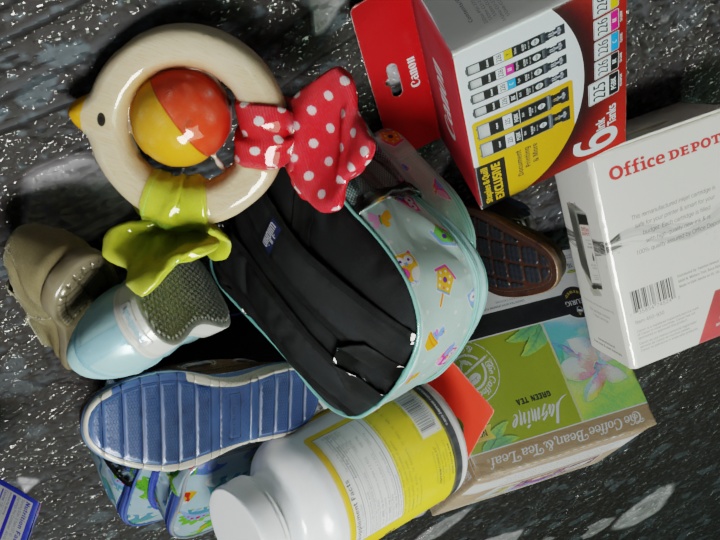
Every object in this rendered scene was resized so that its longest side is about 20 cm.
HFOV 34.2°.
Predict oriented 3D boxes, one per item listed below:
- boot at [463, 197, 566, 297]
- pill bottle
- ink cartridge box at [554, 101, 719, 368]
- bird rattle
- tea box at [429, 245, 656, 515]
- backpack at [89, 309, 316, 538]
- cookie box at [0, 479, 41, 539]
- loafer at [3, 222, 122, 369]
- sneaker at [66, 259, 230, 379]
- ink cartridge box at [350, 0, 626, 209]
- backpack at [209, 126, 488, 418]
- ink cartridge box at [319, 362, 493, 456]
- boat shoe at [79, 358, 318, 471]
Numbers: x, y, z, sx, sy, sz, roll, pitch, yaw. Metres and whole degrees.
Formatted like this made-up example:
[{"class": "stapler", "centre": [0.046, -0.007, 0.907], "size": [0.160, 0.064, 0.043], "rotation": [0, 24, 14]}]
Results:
[{"class": "boot", "centre": [0.125, -0.033, 0.979], "size": [0.096, 0.200, 0.075], "rotation": [-21, 112, -27]}, {"class": "pill bottle", "centre": [-0.018, 0.170, 0.942], "size": [0.199, 0.112, 0.112], "rotation": [-23, 152, -33]}, {"class": "ink cartridge box", "centre": [0.267, -0.035, 1.050], "size": [0.146, 0.083, 0.201], "rotation": [-19, 107, -13]}, {"class": "bird rattle", "centre": [-0.096, -0.081, 0.750], "size": [0.199, 0.113, 0.163], "rotation": [-32, 108, 23]}, {"class": "tea box", "centre": [0.141, 0.105, 1.135], "size": [0.199, 0.198, 0.134], "rotation": [-14, 160, -22]}, {"class": "backpack", "centre": [-0.141, 0.145, 1.028], "size": [0.182, 0.147, 0.200], "rotation": [-17, 153, -35]}, {"class": "cookie box", "centre": [-0.384, 0.203, 0.920], "size": [0.200, 0.075, 0.171], "rotation": [36, 118, -20]}, {"class": "loafer", "centre": [-0.217, 0.014, 0.867], "size": [0.076, 0.067, 0.200], "rotation": [-44, 171, -22]}, {"class": "sneaker", "centre": [-0.157, 0.033, 0.850], "size": [0.082, 0.074, 0.200], "rotation": [-27, 178, 11]}, {"class": "ink cartridge box", "centre": [0.100, -0.142, 0.861], "size": [0.175, 0.084, 0.200], "rotation": [-25, 150, -1]}, {"class": "backpack", "centre": [0.000, 0.000, 0.880], "size": [0.153, 0.200, 0.176], "rotation": [-13, 147, -42]}, {"class": "ink cartridge box", "centre": [0.018, 0.099, 1.044], "size": [0.057, 0.200, 0.163], "rotation": [-20, 150, -29]}, {"class": "boat shoe", "centre": [-0.129, 0.105, 0.883], "size": [0.199, 0.072, 0.073], "rotation": [0, 96, -41]}]
